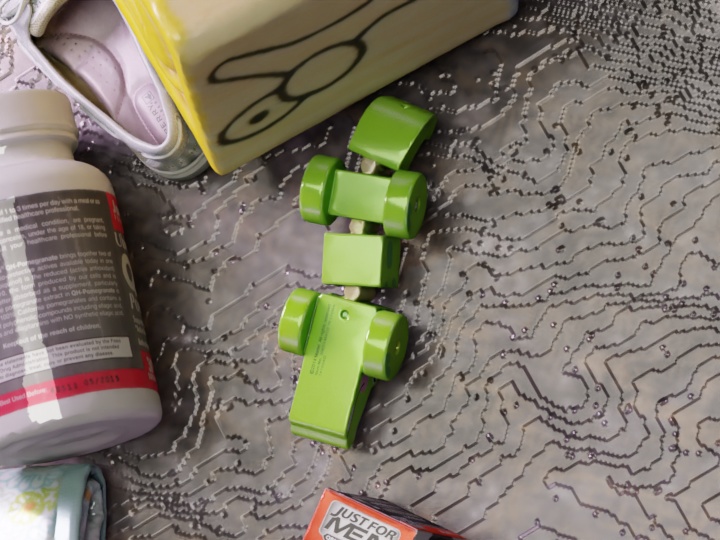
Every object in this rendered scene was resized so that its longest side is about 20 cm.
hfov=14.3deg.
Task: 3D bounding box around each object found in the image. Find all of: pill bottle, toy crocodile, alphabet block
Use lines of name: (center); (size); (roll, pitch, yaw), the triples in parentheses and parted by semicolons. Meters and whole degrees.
pill bottle: (-0.186, 0.003, 1.637); (0.111, 0.111, 0.200); (-17, 78, 15)
toy crocodile: (0.000, 0.000, 1.609); (0.067, 0.062, 0.200); (10, 90, 19)
alphabet block: (-0.046, -0.202, 1.556); (0.200, 0.195, 0.197); (-29, 72, -6)

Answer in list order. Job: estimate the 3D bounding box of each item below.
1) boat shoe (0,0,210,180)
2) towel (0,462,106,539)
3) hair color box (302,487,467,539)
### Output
boat shoe: (-0.158, -0.137, 1.672); (0.074, 0.065, 0.202); (-40, 73, 9)
towel: (-0.235, 0.207, 1.630); (0.171, 0.048, 0.200); (-4, 60, 16)
hair color box: (-0.019, 0.223, 1.556); (0.061, 0.102, 0.200); (23, 90, 20)
